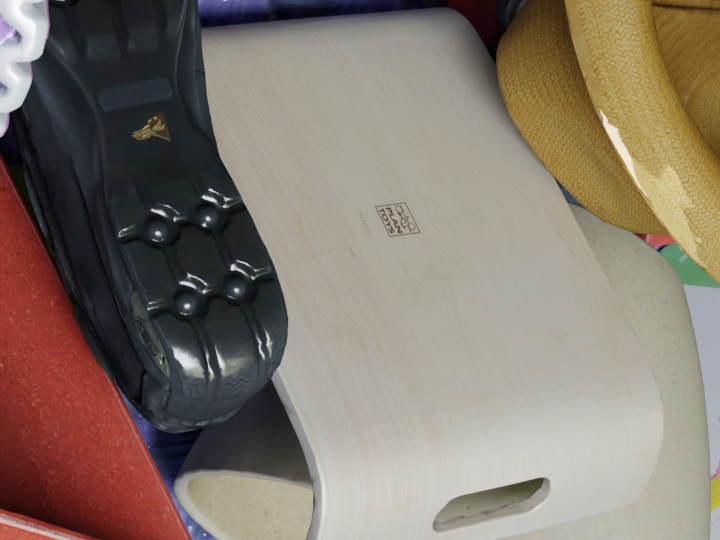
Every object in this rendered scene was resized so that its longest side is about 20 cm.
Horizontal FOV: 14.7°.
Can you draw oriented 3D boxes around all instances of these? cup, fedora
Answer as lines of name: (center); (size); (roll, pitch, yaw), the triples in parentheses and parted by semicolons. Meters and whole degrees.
cup: (0.050, 0.054, 1.033); (0.200, 0.199, 0.144); (45, 63, -49)
fedora: (0.108, -0.067, 0.944); (0.081, 0.202, 0.200); (-18, 157, 37)

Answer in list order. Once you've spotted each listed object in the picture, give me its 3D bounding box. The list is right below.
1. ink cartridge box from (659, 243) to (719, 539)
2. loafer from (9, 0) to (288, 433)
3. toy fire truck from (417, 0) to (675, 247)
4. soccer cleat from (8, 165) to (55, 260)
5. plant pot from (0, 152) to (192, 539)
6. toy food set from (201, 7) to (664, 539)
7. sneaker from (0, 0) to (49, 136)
ink cartridge box: (0.178, 0.075, 1.130); (0.145, 0.200, 0.088); (-38, 138, -10)
loafer: (-0.078, -0.047, 0.845); (0.068, 0.202, 0.070); (-12, 165, -28)
toy fire truck: (0.091, -0.102, 1.031); (0.140, 0.049, 0.201); (-7, 124, -38)
soccer cleat: (-0.165, 0.036, 0.892); (0.199, 0.081, 0.068); (-34, 138, -16)
plant pot: (-0.184, 0.033, 0.770); (0.176, 0.201, 0.200); (-29, 163, 6)
toy food set: (0.000, 0.000, 0.923); (0.143, 0.201, 0.060); (-8, 152, -36)
sneaker: (-0.109, -0.117, 0.670); (0.088, 0.081, 0.201); (6, 120, -14)
